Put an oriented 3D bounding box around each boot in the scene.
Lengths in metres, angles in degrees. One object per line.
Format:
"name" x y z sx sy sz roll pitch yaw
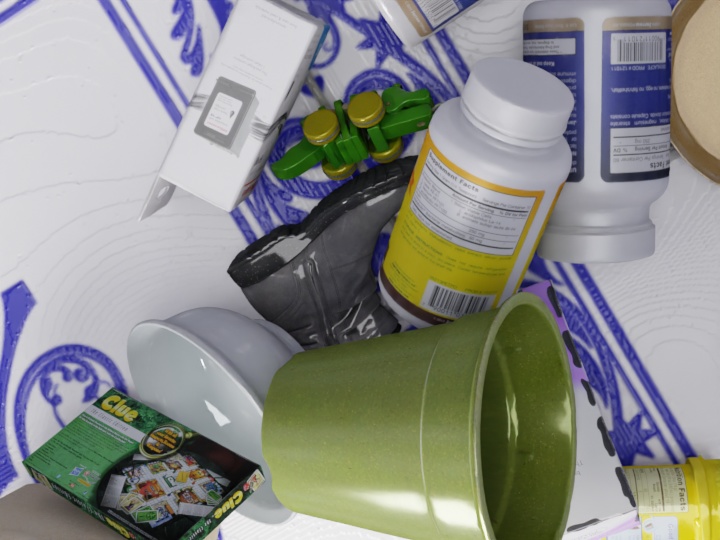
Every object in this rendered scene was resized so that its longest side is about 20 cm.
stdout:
"boot" 0.000 0.000 1.100 0.200 0.070 0.132 -30 103 16

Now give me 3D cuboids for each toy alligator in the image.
"toy alligator" 0.018 -0.128 1.076 0.199 0.054 0.059 -20 142 9

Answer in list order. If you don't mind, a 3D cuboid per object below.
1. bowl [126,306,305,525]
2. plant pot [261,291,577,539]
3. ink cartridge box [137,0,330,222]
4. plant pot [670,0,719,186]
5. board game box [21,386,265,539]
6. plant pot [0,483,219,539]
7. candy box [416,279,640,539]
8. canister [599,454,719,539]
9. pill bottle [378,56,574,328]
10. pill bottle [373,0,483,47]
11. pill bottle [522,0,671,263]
"bowl" -0.094 0.103 1.081 0.090 0.201 0.201 -38 96 -31
"plant pot" 0.037 0.120 0.955 0.189 0.200 0.201 -3 100 28
"ink cartridge box" -0.099 -0.120 1.054 0.067 0.116 0.201 26 101 -1
"plant pot" 0.335 -0.159 1.057 0.199 0.027 0.201 1 100 5
"board game box" -0.179 0.163 1.066 0.105 0.200 0.024 -42 131 -28
"plant pot" -0.247 0.283 1.104 0.176 0.200 0.201 15 101 13
"candy box" 0.111 0.133 1.055 0.167 0.072 0.201 -20 66 6
"canister" 0.206 0.235 1.105 0.199 0.087 0.149 -2 99 7
"pill bottle" 0.089 -0.054 0.984 0.109 0.109 0.200 20 124 1
"pill bottle" 0.090 -0.272 1.015 0.200 0.111 0.111 -33 96 9
"pill bottle" 0.185 -0.111 1.032 0.115 0.116 0.201 0 99 5
